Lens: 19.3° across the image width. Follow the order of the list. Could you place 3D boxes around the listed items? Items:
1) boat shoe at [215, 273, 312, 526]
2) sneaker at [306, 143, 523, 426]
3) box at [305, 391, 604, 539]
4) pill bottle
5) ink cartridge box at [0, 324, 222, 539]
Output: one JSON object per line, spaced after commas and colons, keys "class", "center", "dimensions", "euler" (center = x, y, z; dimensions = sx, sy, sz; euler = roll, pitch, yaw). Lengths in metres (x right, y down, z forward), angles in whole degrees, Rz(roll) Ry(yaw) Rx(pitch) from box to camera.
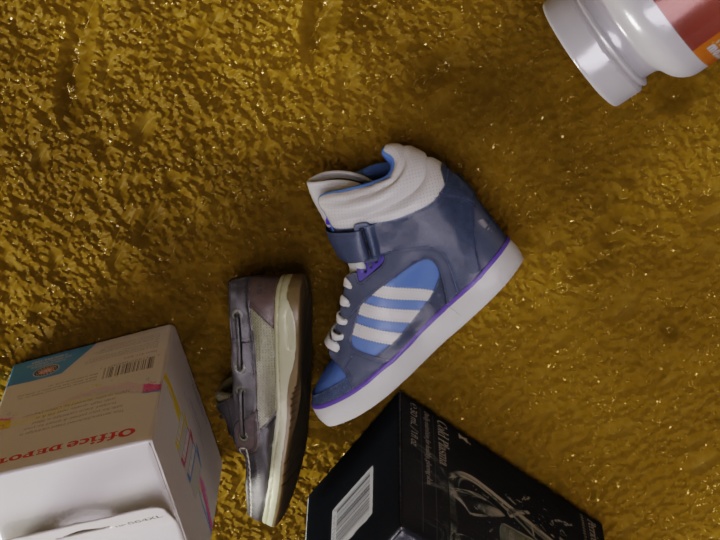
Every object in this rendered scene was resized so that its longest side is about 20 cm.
{"class": "boat shoe", "center": [-0.072, 0.091, 1.537], "dimensions": [0.065, 0.073, 0.200], "euler": [9, 112, 9]}
{"class": "sneaker", "center": [0.000, 0.000, 1.489], "dimensions": [0.146, 0.081, 0.200], "euler": [45, 112, -9]}
{"class": "box", "center": [0.071, 0.222, 1.519], "dimensions": [0.197, 0.200, 0.124], "euler": [35, 110, -15]}
{"class": "pill bottle", "center": [0.222, -0.197, 1.368], "dimensions": [0.200, 0.112, 0.112], "euler": [-36, 110, 16]}
{"class": "ink cartridge box", "center": [-0.181, 0.148, 1.488], "dimensions": [0.128, 0.200, 0.125], "euler": [-14, 114, 8]}
